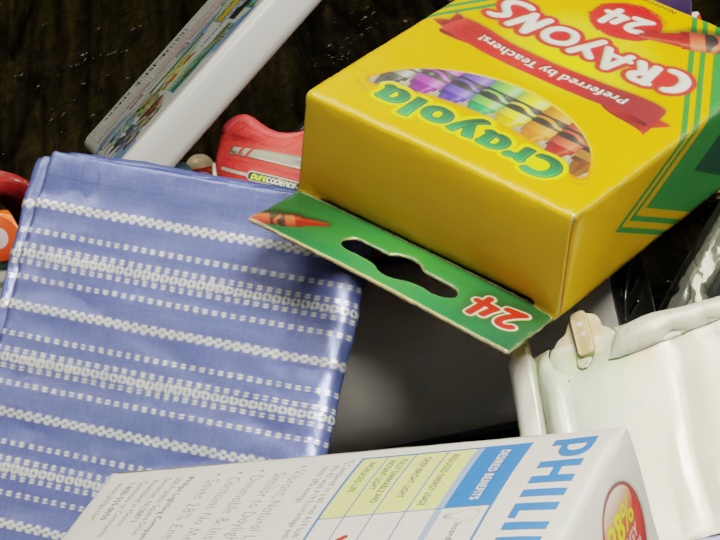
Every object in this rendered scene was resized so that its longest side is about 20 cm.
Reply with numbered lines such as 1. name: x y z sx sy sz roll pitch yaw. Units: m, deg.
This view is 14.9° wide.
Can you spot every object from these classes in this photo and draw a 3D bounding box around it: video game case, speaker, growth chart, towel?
1. video game case: -0.047 -0.119 1.245 0.200 0.022 0.182 -48 11 -2
2. speaker: 0.024 0.034 1.153 0.199 0.082 0.081 -13 24 17
3. growth chart: 0.147 0.063 0.982 0.199 0.018 0.146 -11 63 18
4. towel: -0.080 0.054 1.072 0.144 0.024 0.201 9 73 11

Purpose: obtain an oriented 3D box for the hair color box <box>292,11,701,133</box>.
1. hair color box: 0.071 -0.069 1.362 0.199 0.062 0.102 -7 26 26

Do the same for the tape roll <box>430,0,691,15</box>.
1. tape roll: 0.073 -0.175 1.263 0.085 0.201 0.200 -22 23 -7

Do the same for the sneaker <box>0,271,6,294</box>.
1. sneaker: -0.184 0.030 1.344 0.199 0.074 0.081 -2 32 40

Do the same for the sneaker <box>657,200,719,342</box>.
1. sneaker: 0.177 0.018 1.069 0.200 0.114 0.076 -55 -5 -14

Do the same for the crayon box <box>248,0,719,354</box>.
1. crayon box: 0.065 -0.052 1.076 0.127 0.051 0.200 26 39 25

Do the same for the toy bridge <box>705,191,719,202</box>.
1. toy bridge: 0.084 -0.030 1.243 0.199 0.027 0.067 -11 -1 -3

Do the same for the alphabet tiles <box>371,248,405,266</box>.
1. alphabet tiles: 0.000 0.000 1.201 0.166 0.006 0.200 -9 -6 -20

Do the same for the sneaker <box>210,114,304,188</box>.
1. sneaker: 0.032 -0.056 1.175 0.199 0.085 0.077 -11 -6 3

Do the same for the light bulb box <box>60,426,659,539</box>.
1. light bulb box: -0.017 0.157 0.862 0.199 0.125 0.198 -7 26 27

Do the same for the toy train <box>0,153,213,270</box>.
1. toy train: -0.100 -0.016 1.274 0.199 0.056 0.150 -12 9 -28

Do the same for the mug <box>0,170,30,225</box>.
1. mug: -0.186 0.063 1.109 0.177 0.201 0.134 -21 23 -3
